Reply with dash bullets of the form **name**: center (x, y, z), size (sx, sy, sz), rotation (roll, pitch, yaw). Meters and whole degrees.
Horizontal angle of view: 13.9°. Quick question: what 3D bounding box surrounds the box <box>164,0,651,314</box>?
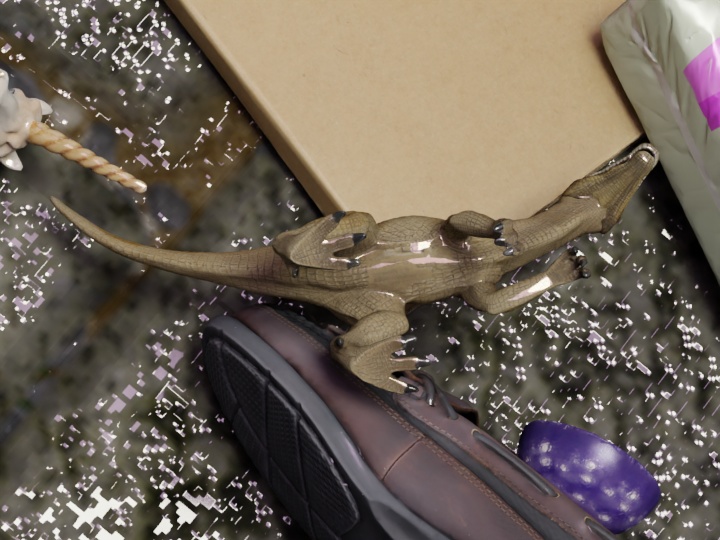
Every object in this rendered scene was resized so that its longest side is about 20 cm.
- **box**: center (0.016, -0.109, 1.028), size (0.163, 0.021, 0.200), rotation (-36, 87, -20)

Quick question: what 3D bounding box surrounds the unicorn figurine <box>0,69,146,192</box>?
- **unicorn figurine**: center (-0.187, -0.059, 0.925), size (0.200, 0.137, 0.074), rotation (-19, 53, 3)

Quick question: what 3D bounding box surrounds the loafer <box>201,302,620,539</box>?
- **loafer**: center (0.027, 0.073, 0.928), size (0.063, 0.072, 0.200), rotation (-29, 52, -22)

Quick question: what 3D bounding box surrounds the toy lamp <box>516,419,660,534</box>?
- **toy lamp**: center (0.028, 0.143, 0.946), size (0.058, 0.058, 0.200), rotation (32, 67, -4)

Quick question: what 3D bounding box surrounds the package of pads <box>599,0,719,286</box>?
- **package of pads**: center (0.194, -0.030, 1.017), size (0.154, 0.068, 0.200), rotation (-25, 90, -22)

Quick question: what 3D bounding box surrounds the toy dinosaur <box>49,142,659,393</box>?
- **toy dinosaur**: center (0.000, 0.000, 0.938), size (0.200, 0.101, 0.058), rotation (-6, 102, 1)
